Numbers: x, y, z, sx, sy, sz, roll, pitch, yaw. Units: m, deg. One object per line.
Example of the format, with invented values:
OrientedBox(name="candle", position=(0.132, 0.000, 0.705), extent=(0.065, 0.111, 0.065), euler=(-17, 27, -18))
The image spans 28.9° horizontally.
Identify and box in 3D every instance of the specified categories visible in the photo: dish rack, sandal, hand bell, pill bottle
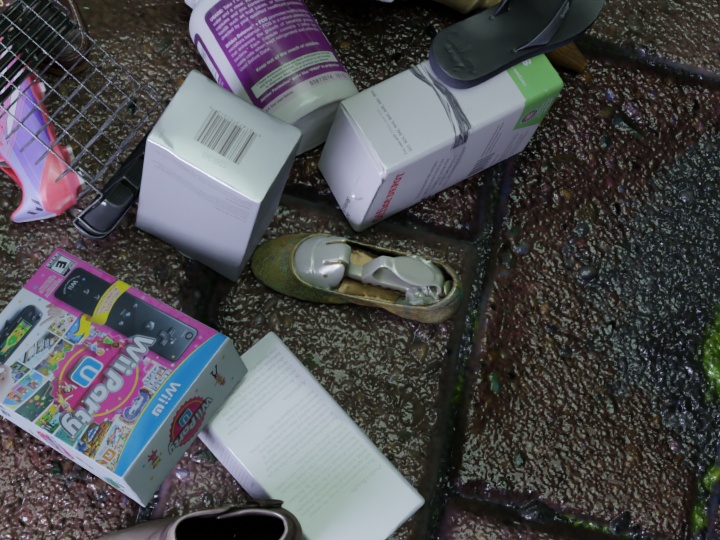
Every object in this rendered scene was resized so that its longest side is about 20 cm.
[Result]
OrientedBox(name="dish rack", position=(-0.259, -0.144, 1.241), extent=(0.200, 0.055, 0.154), euler=(43, 43, -14))
OrientedBox(name="sandal", position=(0.151, -0.227, 1.253), extent=(0.200, 0.043, 0.076), euler=(-37, 79, -21))
OrientedBox(name="hand bell", position=(0.147, -0.263, 1.410), extent=(0.200, 0.104, 0.104), euler=(33, 67, -10))
OrientedBox(name="pill bottle", position=(-0.093, -0.215, 1.323), extent=(0.112, 0.112, 0.200), euler=(-27, 77, -18))

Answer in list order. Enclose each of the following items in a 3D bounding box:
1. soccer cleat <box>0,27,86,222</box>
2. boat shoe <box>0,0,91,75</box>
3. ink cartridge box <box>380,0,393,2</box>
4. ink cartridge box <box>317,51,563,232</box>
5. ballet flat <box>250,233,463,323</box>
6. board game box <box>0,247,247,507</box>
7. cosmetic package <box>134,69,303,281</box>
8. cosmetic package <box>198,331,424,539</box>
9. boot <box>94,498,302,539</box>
OrientedBox(name="soccer cleat", position=(-0.319, -0.139, 1.281), extent=(0.076, 0.067, 0.200), euler=(-24, 79, -13))
OrientedBox(name="boat shoe", position=(-0.324, -0.278, 1.327), extent=(0.070, 0.070, 0.200), euler=(-34, 80, -21))
OrientedBox(name="ink cartridge box", position=(0.039, -0.346, 1.379), extent=(0.200, 0.161, 0.050), euler=(-41, 126, -22))
OrientedBox(name="ink cartridge box", position=(0.071, -0.134, 1.305), extent=(0.200, 0.146, 0.084), euler=(-27, 77, -19))
OrientedBox(name="ballet flat", position=(0.000, 0.000, 1.286), extent=(0.199, 0.071, 0.071), euler=(14, 68, -5))
OrientedBox(name="board game box", position=(-0.219, 0.085, 1.177), extent=(0.200, 0.064, 0.148), euler=(26, 66, 25))
OrientedBox(name="cosmetic package", position=(-0.127, -0.077, 1.219), extent=(0.113, 0.200, 0.081), euler=(30, 69, -2))
OrientedBox(name="cosmetic package", position=(-0.051, 0.164, 1.213), extent=(0.101, 0.071, 0.200), euler=(-39, 80, -20))
OrientedBox(name="boot", position=(-0.147, 0.225, 1.132), extent=(0.199, 0.146, 0.070), euler=(-10, 74, -12))
